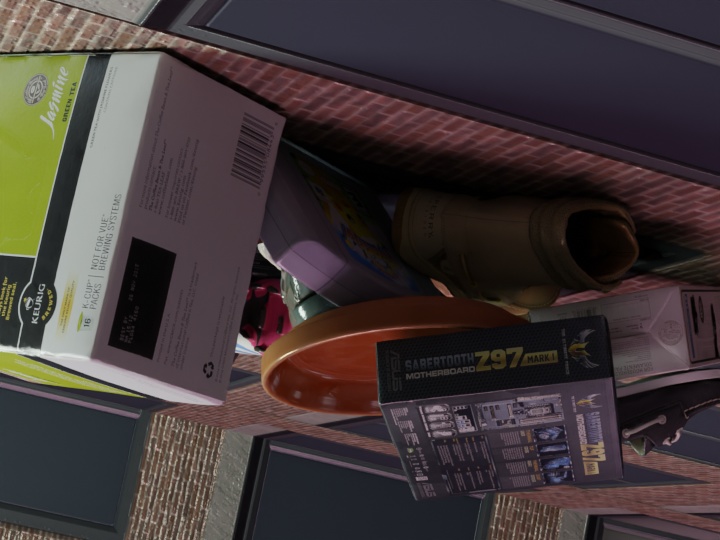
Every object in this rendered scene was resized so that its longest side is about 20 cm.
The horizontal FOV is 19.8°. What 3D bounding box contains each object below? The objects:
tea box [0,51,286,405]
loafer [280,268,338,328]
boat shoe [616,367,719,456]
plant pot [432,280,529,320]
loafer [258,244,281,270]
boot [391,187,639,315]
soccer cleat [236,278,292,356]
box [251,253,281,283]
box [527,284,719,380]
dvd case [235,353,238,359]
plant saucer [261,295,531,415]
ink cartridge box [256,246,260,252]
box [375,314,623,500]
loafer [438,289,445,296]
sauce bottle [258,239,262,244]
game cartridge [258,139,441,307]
[{"bbox_3d":[-0.179,-0.029,1.367,0.196,0.202,0.133,5,168,38],"label":"tea box"},{"bbox_3d":[-0.029,0.011,1.560,0.071,0.063,0.200,-26,175,-3],"label":"loafer"},{"bbox_3d":[0.211,0.115,1.605,0.198,0.061,0.076,-9,173,-12],"label":"boat shoe"},{"bbox_3d":[0.123,0.044,1.699,0.200,0.028,0.200,41,178,1],"label":"plant pot"},{"bbox_3d":[0.000,0.000,1.679,0.069,0.070,0.199,2,163,41],"label":"loafer"},{"bbox_3d":[0.135,-0.010,1.489,0.155,0.073,0.200,3,164,36],"label":"boot"},{"bbox_3d":[-0.076,0.043,1.817,0.086,0.070,0.199,7,179,-35],"label":"soccer cleat"},{"bbox_3d":[-0.100,-0.002,1.870,0.199,0.040,0.137,7,168,25],"label":"box"},{"bbox_3d":[0.207,0.049,1.552,0.116,0.061,0.200,-10,176,17],"label":"box"},{"bbox_3d":[-0.175,0.043,1.934,0.145,0.022,0.200,20,-161,3],"label":"dvd case"},{"bbox_3d":[0.029,0.058,1.450,0.198,0.033,0.201,-5,160,-2],"label":"plant saucer"},{"bbox_3d":[-0.191,-0.059,1.663,0.197,0.044,0.199,3,165,42],"label":"ink cartridge box"},{"bbox_3d":[0.101,0.099,1.435,0.156,0.051,0.200,-7,155,7],"label":"box"},{"bbox_3d":[0.055,0.042,1.821,0.199,0.072,0.063,16,175,-34],"label":"loafer"},{"bbox_3d":[-0.109,-0.055,1.537,0.199,0.065,0.065,14,170,-24],"label":"sauce bottle"},{"bbox_3d":[-0.015,-0.023,1.457,0.040,0.134,0.200,-38,149,17],"label":"game cartridge"}]
